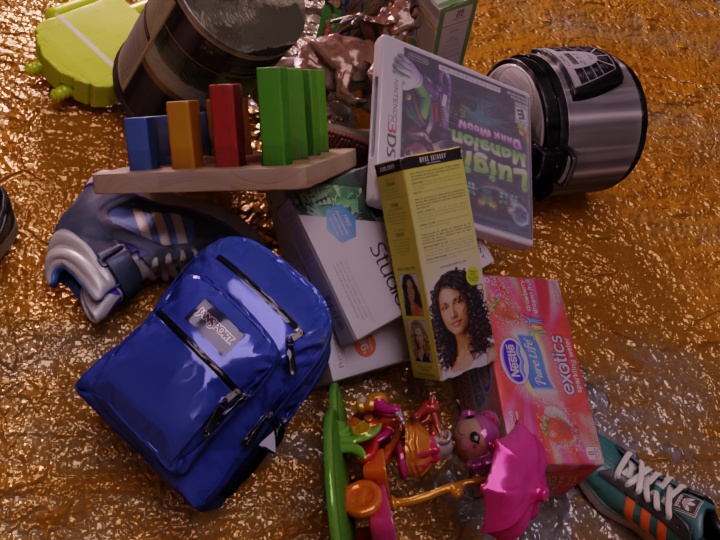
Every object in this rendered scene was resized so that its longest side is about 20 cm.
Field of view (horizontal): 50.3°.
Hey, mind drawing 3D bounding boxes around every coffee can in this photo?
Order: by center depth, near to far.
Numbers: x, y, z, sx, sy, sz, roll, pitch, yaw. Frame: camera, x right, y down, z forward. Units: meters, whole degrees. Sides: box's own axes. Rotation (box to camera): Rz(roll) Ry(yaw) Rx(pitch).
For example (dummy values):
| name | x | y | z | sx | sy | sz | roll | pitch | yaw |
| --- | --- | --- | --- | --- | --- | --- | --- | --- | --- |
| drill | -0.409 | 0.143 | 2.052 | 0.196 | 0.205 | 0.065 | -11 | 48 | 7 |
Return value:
| name | x | y | z | sx | sy | sz | roll | pitch | yaw |
| --- | --- | --- | --- | --- | --- | --- | --- | --- | --- |
| coffee can | -0.166 | -0.243 | 0.819 | 0.143 | 0.199 | 0.150 | 13 | 66 | -30 |

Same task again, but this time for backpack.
| name | x | y | z | sx | sy | sz | roll | pitch | yaw |
| --- | --- | --- | --- | --- | --- | --- | --- | --- | --- |
| backpack | -0.113 | 0.078 | 0.647 | 0.162 | 0.168 | 0.200 | 41 | 71 | 5 |

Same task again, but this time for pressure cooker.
| name | x | y | z | sx | sy | sz | roll | pitch | yaw |
| --- | --- | --- | --- | --- | --- | --- | --- | --- | --- |
| pressure cooker | 0.232 | -0.178 | 0.953 | 0.195 | 0.175 | 0.184 | -7 | 88 | -22 |

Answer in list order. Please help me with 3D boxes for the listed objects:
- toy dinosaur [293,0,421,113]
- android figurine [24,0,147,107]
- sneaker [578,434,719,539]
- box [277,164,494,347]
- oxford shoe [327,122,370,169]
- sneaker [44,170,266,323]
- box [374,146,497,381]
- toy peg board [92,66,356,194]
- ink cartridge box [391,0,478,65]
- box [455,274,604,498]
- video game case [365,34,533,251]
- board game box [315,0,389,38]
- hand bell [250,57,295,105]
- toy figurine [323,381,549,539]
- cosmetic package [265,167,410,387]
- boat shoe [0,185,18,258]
| name | x | y | z | sx | sy | sz | roll | pitch | yaw |
| --- | --- | --- | --- | --- | --- | --- | --- | --- | --- |
| toy dinosaur | -0.018 | -0.239 | 0.866 | 0.196 | 0.085 | 0.139 | -14 | 83 | -35 |
| android figurine | -0.298 | -0.259 | 0.909 | 0.181 | 0.041 | 0.200 | 40 | 52 | 9 |
| sneaker | 0.298 | 0.229 | 0.755 | 0.199 | 0.080 | 0.071 | 43 | 54 | 12 |
| box | 0.031 | -0.034 | 0.760 | 0.198 | 0.036 | 0.147 | -27 | 89 | -35 |
| oxford shoe | 0.002 | -0.132 | 0.889 | 0.197 | 0.070 | 0.076 | 19 | 38 | -42 |
| sneaker | -0.203 | -0.001 | 0.747 | 0.196 | 0.081 | 0.149 | 21 | 59 | -7 |
| box | 0.071 | -0.007 | 0.715 | 0.074 | 0.050 | 0.206 | -15 | 96 | -30 |
| toy peg board | -0.119 | -0.136 | 0.724 | 0.194 | 0.101 | 0.200 | 0 | 13 | 13 |
| ink cartridge box | 0.084 | -0.292 | 0.973 | 0.058 | 0.202 | 0.105 | -22 | 63 | -15 |
| box | 0.158 | 0.115 | 0.776 | 0.100 | 0.095 | 0.204 | 5 | 56 | -14 |
| video game case | 0.098 | -0.131 | 0.796 | 0.196 | 0.023 | 0.187 | 14 | 69 | -27 |
| board game box | 0.000 | -0.361 | 1.022 | 0.029 | 0.136 | 0.201 | 30 | 53 | 4 |
| hand bell | -0.068 | -0.128 | 0.889 | 0.101 | 0.104 | 0.205 | -4 | 71 | -21 |
| toy figurine | 0.066 | 0.167 | 0.654 | 0.179 | 0.153 | 0.202 | -7 | 31 | 2 |
| cosmetic package | 0.000 | 0.000 | 0.785 | 0.148 | 0.052 | 0.205 | -12 | 81 | -28 |
| boat shoe | -0.380 | 0.001 | 0.688 | 0.070 | 0.066 | 0.204 | 24 | 53 | -2 |
